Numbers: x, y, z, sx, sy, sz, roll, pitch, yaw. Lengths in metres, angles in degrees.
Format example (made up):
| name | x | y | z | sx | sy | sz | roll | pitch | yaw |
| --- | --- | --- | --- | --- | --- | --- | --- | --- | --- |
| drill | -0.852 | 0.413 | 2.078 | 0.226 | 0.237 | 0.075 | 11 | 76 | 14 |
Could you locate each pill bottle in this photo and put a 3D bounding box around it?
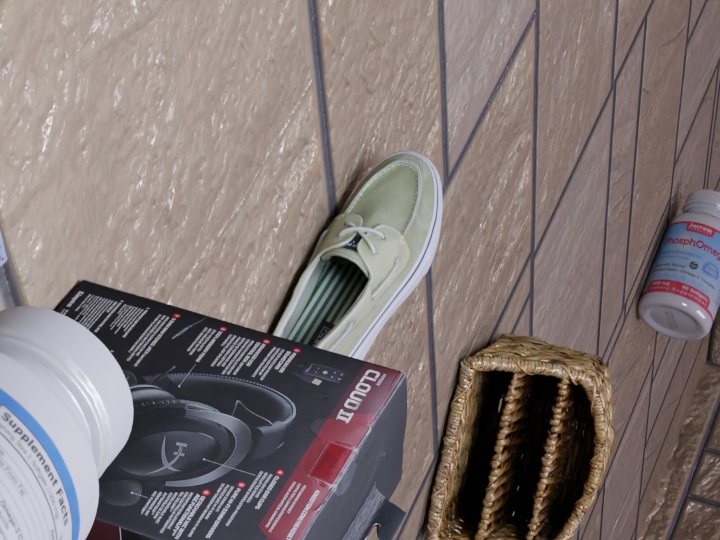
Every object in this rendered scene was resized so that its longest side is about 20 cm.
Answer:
| name | x | y | z | sx | sy | sz | roll | pitch | yaw |
| --- | --- | --- | --- | --- | --- | --- | --- | --- | --- |
| pill bottle | 0.472 | -0.010 | 2.743 | 0.109 | 0.108 | 0.201 | 76 | 34 | -60 |
| pill bottle | -0.173 | 0.098 | 0.765 | 0.200 | 0.112 | 0.113 | -51 | 152 | -54 |

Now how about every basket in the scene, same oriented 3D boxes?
| name | x | y | z | sx | sy | sz | roll | pitch | yaw |
| --- | --- | --- | --- | --- | --- | --- | --- | --- | --- |
| basket | 0.161 | 0.177 | 1.858 | 0.149 | 0.142 | 0.201 | -23 | 127 | -70 |

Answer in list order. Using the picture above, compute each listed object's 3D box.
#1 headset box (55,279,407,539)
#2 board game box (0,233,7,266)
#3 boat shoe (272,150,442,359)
| name | x | y | z | sx | sy | sz | roll | pitch | yaw |
| --- | --- | --- | --- | --- | --- | --- | --- | --- | --- |
| headset box | -0.079 | 0.097 | 0.913 | 0.149 | 0.199 | 0.077 | -56 | 156 | -47 |
| board game box | -0.196 | -0.018 | 0.668 | 0.200 | 0.061 | 0.201 | 74 | 36 | -59 |
| boat shoe | 0.000 | 0.000 | 1.300 | 0.062 | 0.072 | 0.201 | 76 | 37 | -64 |
